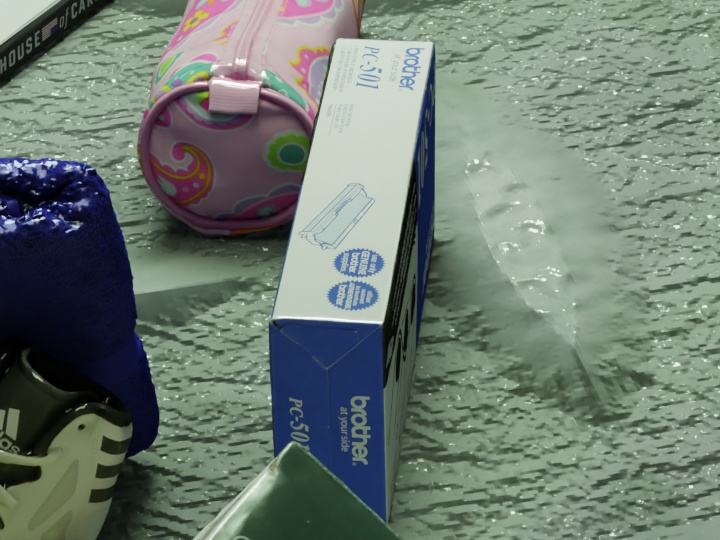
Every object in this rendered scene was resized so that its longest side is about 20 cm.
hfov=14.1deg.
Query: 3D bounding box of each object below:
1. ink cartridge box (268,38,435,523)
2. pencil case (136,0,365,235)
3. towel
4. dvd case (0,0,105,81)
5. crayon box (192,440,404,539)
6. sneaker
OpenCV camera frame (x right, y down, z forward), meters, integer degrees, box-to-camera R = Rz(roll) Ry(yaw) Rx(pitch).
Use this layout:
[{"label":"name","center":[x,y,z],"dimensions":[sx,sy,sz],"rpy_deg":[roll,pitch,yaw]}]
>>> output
[{"label":"ink cartridge box","center":[0.000,0.000,1.116],"dimensions":[0.044,0.094,0.200],"rpy_deg":[3,35,5]},{"label":"pencil case","center":[-0.042,-0.099,1.273],"dimensions":[0.087,0.088,0.200],"rpy_deg":[4,35,7]},{"label":"towel","center":[-0.149,0.018,1.005],"dimensions":[0.147,0.200,0.050],"rpy_deg":[-8,66,-3]},{"label":"dvd case","center":[-0.204,-0.137,1.386],"dimensions":[0.150,0.025,0.200],"rpy_deg":[17,39,25]},{"label":"crayon box","center":[-0.073,0.141,0.797],"dimensions":[0.051,0.200,0.127],"rpy_deg":[42,51,-2]},{"label":"sneaker","center":[-0.148,0.078,0.942],"dimensions":[0.076,0.116,0.200],"rpy_deg":[34,30,21]}]
